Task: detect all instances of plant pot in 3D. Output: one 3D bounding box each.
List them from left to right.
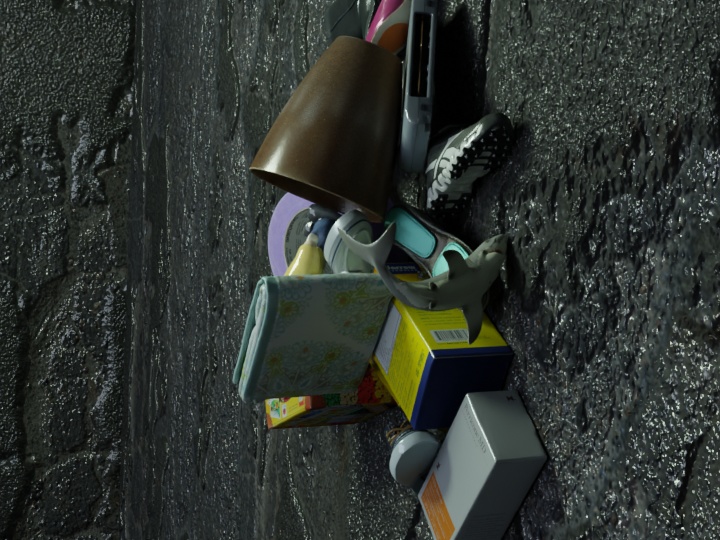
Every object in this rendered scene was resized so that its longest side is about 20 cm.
[{"bbox_3d":[-0.022,-0.189,1.567,0.187,0.185,0.202,13,82,67],"label":"plant pot"}]

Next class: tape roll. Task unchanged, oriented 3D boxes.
[{"bbox_3d":[-0.033,-0.030,1.733,0.198,0.084,0.203,14,111,39],"label":"tape roll"}]

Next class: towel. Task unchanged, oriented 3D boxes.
[{"bbox_3d":[-0.060,0.081,1.507,0.201,0.169,0.048,109,146,-40],"label":"towel"}]

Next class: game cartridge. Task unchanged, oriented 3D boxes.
[{"bbox_3d":[0.072,-0.234,1.542,0.134,0.041,0.202,104,172,-63],"label":"game cartridge"}]

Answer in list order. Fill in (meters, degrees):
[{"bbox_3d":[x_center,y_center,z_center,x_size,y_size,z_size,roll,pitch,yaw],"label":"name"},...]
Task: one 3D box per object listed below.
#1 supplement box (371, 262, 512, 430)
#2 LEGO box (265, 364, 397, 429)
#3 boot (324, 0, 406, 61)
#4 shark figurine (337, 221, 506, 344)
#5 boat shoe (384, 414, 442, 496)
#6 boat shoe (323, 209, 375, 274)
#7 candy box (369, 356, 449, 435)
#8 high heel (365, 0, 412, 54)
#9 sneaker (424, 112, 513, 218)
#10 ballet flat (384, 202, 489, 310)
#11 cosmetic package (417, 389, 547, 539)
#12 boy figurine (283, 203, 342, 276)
[{"bbox_3d":[0.089,0.089,1.509,0.201,0.108,0.110,-121,37,-50],"label":"supplement box"},{"bbox_3d":[-0.041,0.176,1.782,0.200,0.147,0.078,143,123,-64],"label":"LEGO box"},{"bbox_3d":[0.001,-0.337,1.764,0.200,0.065,0.167,158,118,-63],"label":"boot"},{"bbox_3d":[0.068,0.013,1.398,0.089,0.212,0.130,10,94,55],"label":"shark figurine"},{"bbox_3d":[0.059,0.218,1.532,0.091,0.070,0.201,59,177,26],"label":"boat shoe"},{"bbox_3d":[0.000,0.000,1.579,0.067,0.073,0.201,44,158,23],"label":"boat shoe"},{"bbox_3d":[0.054,0.138,1.614,0.027,0.102,0.200,-53,33,10],"label":"candy box"},{"bbox_3d":[0.049,-0.372,1.608,0.201,0.067,0.096,-59,46,33],"label":"high heel"},{"bbox_3d":[0.121,-0.147,1.476,0.200,0.066,0.092,124,137,-58],"label":"sneaker"},{"bbox_3d":[0.107,-0.017,1.517,0.200,0.063,0.068,46,112,35],"label":"ballet flat"},{"bbox_3d":[0.140,0.245,1.440,0.102,0.070,0.201,-112,30,-42],"label":"cosmetic package"},{"bbox_3d":[-0.080,0.011,1.596,0.125,0.064,0.201,108,-172,-53],"label":"boy figurine"}]
